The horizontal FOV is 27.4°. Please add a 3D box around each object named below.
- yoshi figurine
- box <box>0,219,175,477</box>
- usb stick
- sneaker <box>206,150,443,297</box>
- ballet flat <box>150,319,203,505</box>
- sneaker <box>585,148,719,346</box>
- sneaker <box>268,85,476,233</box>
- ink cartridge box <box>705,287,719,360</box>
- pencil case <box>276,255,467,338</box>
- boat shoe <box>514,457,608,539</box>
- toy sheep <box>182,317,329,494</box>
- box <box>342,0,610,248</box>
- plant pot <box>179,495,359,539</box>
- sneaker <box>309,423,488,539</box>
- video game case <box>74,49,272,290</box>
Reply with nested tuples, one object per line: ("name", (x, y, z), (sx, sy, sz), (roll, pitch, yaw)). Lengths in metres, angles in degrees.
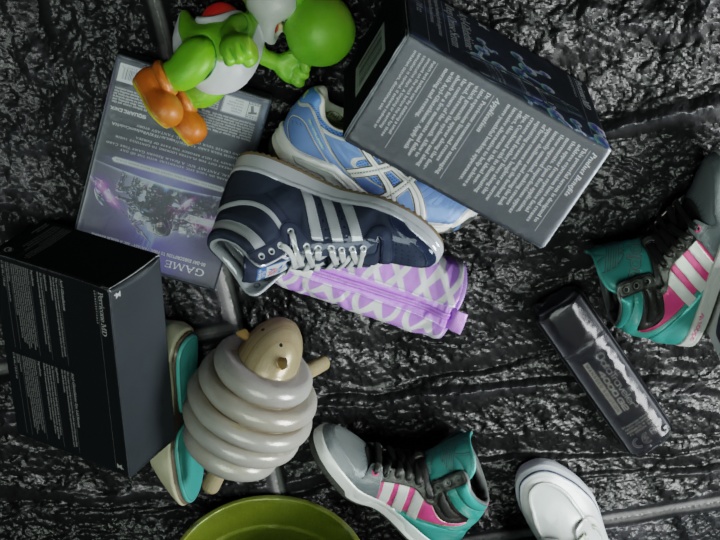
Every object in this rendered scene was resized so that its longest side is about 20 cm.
("yoshi figurine", (-0.084, -0.181, 1.246), (0.199, 0.113, 0.112), (-39, 121, 5))
("box", (-0.252, 0.071, 1.361), (0.140, 0.079, 0.202), (18, 124, 29))
("usb stick", (0.237, 0.099, 1.442), (0.055, 0.033, 0.201), (-34, 113, 8))
("sneaker", (-0.035, -0.019, 1.268), (0.198, 0.109, 0.070), (22, 150, 6))
("ballet flat", (-0.189, 0.136, 1.444), (0.069, 0.070, 0.202), (2, 116, -2))
("sneaker", (0.270, -0.021, 1.354), (0.119, 0.084, 0.202), (2, 119, -13))
("sneaker", (0.020, -0.095, 1.311), (0.198, 0.076, 0.077), (21, 120, -13))
("ink cartridge box", (0.400, 0.061, 1.328), (0.143, 0.201, 0.085), (9, 118, -6))
("pencil case", (0.000, 0.000, 1.356), (0.198, 0.086, 0.085), (16, 104, -11))
("boat shoe", (0.224, 0.280, 1.516), (0.073, 0.067, 0.201), (-30, 114, 14))
("toy sheep", (-0.104, 0.131, 1.392), (0.137, 0.138, 0.202), (17, 114, -9))
("box", (0.094, -0.135, 1.251), (0.199, 0.149, 0.107), (28, 115, -15))
("plant pot", (-0.091, 0.369, 1.504), (0.198, 0.201, 0.194), (0, 130, -1))
("sneaker", (0.055, 0.192, 1.448), (0.120, 0.084, 0.200), (-39, 120, 23))
("video game case", (-0.174, -0.087, 1.345), (0.141, 0.019, 0.202), (15, 117, -8))
